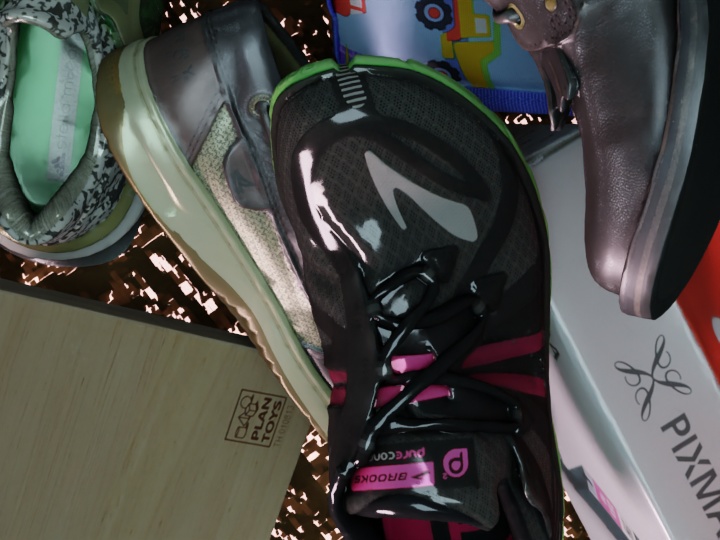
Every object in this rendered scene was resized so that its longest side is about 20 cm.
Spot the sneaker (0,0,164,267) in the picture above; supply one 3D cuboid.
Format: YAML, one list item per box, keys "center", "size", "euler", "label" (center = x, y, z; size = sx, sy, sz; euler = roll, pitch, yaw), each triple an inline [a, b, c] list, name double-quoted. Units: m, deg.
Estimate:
- center: [-0.088, -0.095, 0.833]
  size: [0.077, 0.089, 0.200]
  euler: [1, 99, -2]
  label: "sneaker"

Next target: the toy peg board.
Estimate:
- center: [-0.143, 0.089, 0.850]
  size: [0.199, 0.098, 0.200]
  euler: [14, 100, -39]
  label: "toy peg board"

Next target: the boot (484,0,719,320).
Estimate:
- center: [0.014, -0.090, 0.707]
  size: [0.174, 0.069, 0.200]
  euler: [2, 93, 19]
  label: "boot"

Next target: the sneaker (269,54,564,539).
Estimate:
- center: [0.023, 0.031, 0.768]
  size: [0.077, 0.084, 0.200]
  euler: [-13, 114, 9]
  label: "sneaker"

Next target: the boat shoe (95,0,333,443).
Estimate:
- center: [0.000, -0.001, 0.834]
  size: [0.066, 0.072, 0.201]
  euler: [-26, 121, 25]
  label: "boat shoe"

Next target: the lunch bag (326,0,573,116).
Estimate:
- center: [0.069, -0.120, 0.761]
  size: [0.200, 0.094, 0.151]
  euler: [-1, 123, 7]
  label: "lunch bag"

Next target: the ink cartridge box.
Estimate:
- center: [0.098, 0.051, 0.820]
  size: [0.044, 0.174, 0.200]
  euler: [-30, 99, -10]
  label: "ink cartridge box"
